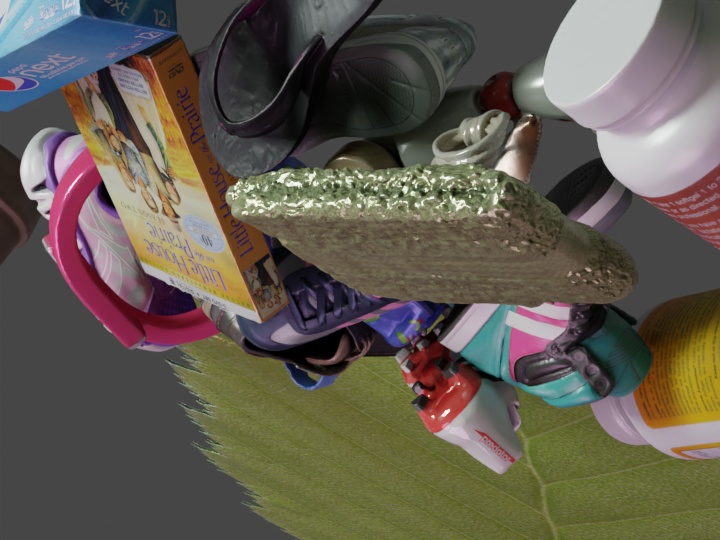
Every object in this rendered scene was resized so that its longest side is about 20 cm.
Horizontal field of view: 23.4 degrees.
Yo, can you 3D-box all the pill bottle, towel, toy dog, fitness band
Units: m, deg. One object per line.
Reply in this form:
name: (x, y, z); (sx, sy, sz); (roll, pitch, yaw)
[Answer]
pill bottle: (0.243, 0.068, 1.158); (0.111, 0.112, 0.200); (29, 158, -22)
pill bottle: (0.192, -0.069, 0.869); (0.199, 0.113, 0.112); (30, 157, -25)
towel: (0.036, -0.020, 0.944); (0.199, 0.037, 0.148); (1, 161, 41)
toy dog: (0.070, -0.063, 1.006); (0.200, 0.132, 0.097); (4, 133, 57)
fitness band: (-0.143, -0.021, 1.264); (0.200, 0.143, 0.037); (54, -178, -42)

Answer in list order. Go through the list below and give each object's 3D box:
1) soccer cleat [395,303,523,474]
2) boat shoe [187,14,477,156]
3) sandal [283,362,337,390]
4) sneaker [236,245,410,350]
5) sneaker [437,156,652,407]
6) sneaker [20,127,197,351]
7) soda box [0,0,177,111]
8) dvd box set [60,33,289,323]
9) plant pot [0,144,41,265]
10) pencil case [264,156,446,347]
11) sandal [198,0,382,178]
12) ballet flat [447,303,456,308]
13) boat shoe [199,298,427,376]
soccer cleat: (0.076, 0.083, 1.240); (0.085, 0.069, 0.200); (44, -171, -11)
boat shoe: (-0.024, -0.115, 1.021); (0.201, 0.065, 0.075); (-3, 121, 43)
sandal: (-0.064, 0.027, 1.379); (0.200, 0.087, 0.079); (36, 157, -28)
sneaker: (0.000, 0.000, 1.136); (0.199, 0.082, 0.070); (-29, 103, 14)
sneaker: (0.144, 0.021, 1.111); (0.120, 0.084, 0.200); (35, 139, -5)
sneaker: (-0.172, -0.025, 1.316); (0.088, 0.081, 0.201); (-12, 120, 32)
soda box: (-0.192, -0.151, 1.042); (0.068, 0.065, 0.199); (4, 168, -40)
dvd box set: (-0.129, -0.069, 1.123); (0.146, 0.029, 0.201); (22, 141, 48)
plant pot: (-0.384, -0.023, 1.432); (0.199, 0.174, 0.200); (19, 159, 7)
pencil case: (-0.022, -0.019, 1.233); (0.200, 0.078, 0.087); (32, -170, -29)
sandal: (-0.050, -0.122, 0.952); (0.075, 0.048, 0.201); (46, 136, 11)
ballet flat: (0.109, 0.013, 1.244); (0.063, 0.069, 0.200); (-24, 142, 22)
boat shoe: (-0.029, 0.047, 1.307); (0.199, 0.074, 0.075); (8, 131, -36)
